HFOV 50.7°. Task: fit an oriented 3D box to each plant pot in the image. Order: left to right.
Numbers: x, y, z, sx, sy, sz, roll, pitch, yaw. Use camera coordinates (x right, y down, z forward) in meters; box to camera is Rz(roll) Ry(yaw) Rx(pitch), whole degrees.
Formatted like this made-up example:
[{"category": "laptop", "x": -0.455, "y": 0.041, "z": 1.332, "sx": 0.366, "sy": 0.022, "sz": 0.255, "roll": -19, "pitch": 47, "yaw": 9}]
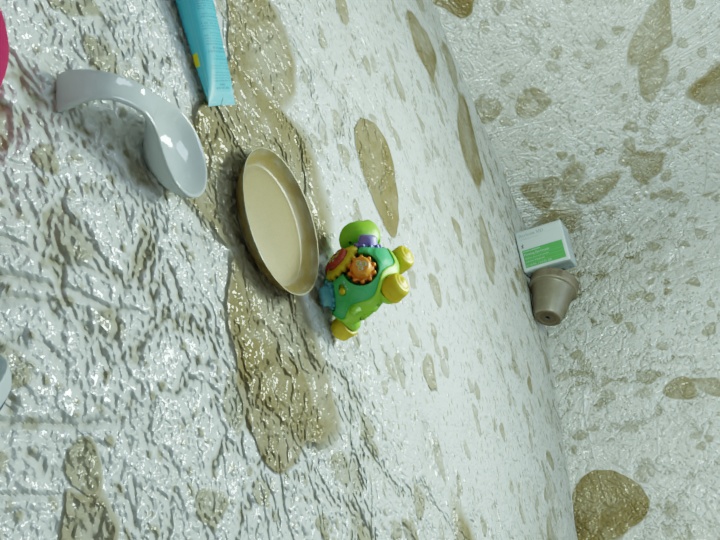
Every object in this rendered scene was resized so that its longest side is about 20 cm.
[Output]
[{"category": "plant pot", "x": -0.113, "y": -0.062, "z": 1.014, "sx": 0.201, "sy": 0.027, "sz": 0.203, "roll": 53, "pitch": 28, "yaw": -45}, {"category": "plant pot", "x": 0.753, "y": 0.115, "z": 2.997, "sx": 0.201, "sy": 0.197, "sz": 0.177, "roll": 55, "pitch": 44, "yaw": -41}]

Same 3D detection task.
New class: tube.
[{"category": "tube", "x": -0.198, "y": -0.307, "z": 0.946, "sx": 0.077, "sy": 0.049, "sz": 0.204, "roll": -35, "pitch": 113, "yaw": -65}]

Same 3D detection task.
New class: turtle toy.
[{"category": "turtle toy", "x": 0.000, "y": 0.000, "z": 1.138, "sx": 0.101, "sy": 0.145, "sz": 0.201, "roll": 42, "pitch": 30, "yaw": -17}]

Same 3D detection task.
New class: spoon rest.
[{"category": "spoon rest", "x": -0.210, "y": -0.140, "z": 0.762, "sx": 0.199, "sy": 0.060, "sz": 0.101, "roll": 32, "pitch": 46, "yaw": -60}]

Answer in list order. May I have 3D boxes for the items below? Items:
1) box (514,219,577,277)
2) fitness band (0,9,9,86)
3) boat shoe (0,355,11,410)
[{"category": "box", "x": 0.758, "y": -0.083, "z": 3.100, "sx": 0.199, "sy": 0.196, "sz": 0.175, "roll": 22, "pitch": 53, "yaw": -65}, {"category": "fitness band", "x": -0.319, "y": -0.162, "z": 0.530, "sx": 0.144, "sy": 0.037, "sz": 0.203, "roll": 55, "pitch": 28, "yaw": -48}, {"category": "boat shoe", "x": -0.266, "y": 0.124, "z": 0.430, "sx": 0.201, "sy": 0.069, "sz": 0.071, "roll": -75, "pitch": 171, "yaw": -61}]
